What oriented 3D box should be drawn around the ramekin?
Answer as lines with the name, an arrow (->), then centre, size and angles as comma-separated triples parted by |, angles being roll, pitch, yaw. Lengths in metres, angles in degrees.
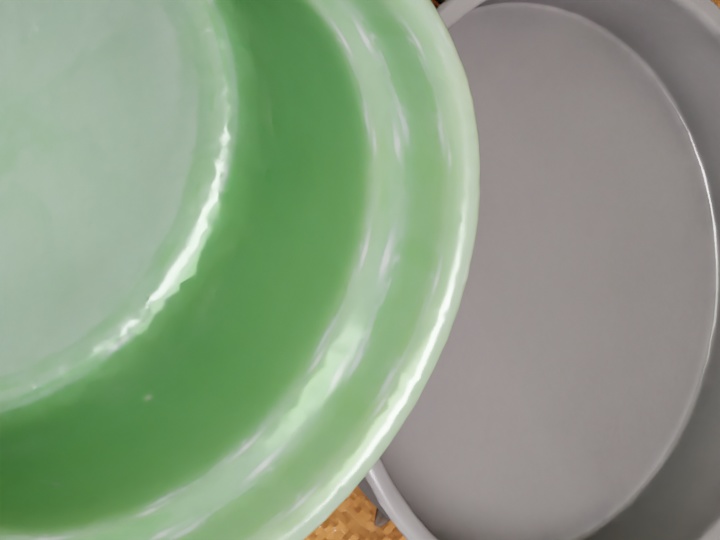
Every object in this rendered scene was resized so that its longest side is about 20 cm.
ramekin -> -0.077, -0.015, 0.757 | 0.200, 0.098, 0.200 | -18, 122, -30

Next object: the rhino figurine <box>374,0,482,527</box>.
rhino figurine -> 0.000, 0.000, 0.939 | 0.087, 0.060, 0.201 | -7, 91, 21

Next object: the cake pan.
cake pan -> 0.059, 0.003, 0.897 | 0.200, 0.037, 0.201 | -2, 94, -38
